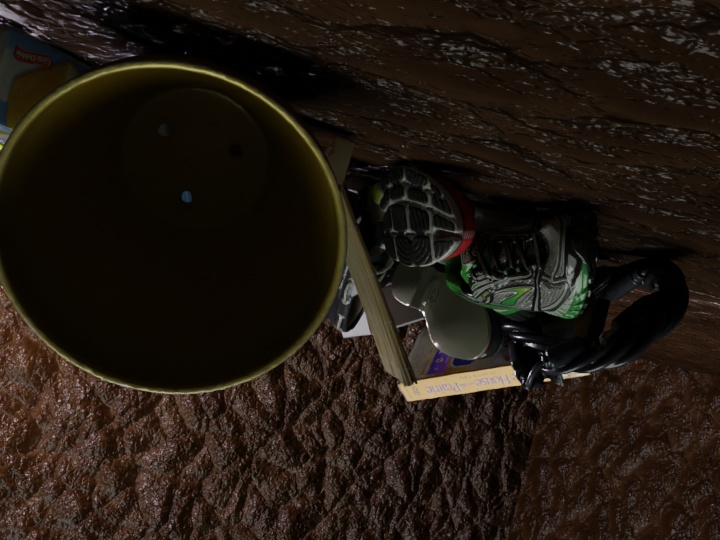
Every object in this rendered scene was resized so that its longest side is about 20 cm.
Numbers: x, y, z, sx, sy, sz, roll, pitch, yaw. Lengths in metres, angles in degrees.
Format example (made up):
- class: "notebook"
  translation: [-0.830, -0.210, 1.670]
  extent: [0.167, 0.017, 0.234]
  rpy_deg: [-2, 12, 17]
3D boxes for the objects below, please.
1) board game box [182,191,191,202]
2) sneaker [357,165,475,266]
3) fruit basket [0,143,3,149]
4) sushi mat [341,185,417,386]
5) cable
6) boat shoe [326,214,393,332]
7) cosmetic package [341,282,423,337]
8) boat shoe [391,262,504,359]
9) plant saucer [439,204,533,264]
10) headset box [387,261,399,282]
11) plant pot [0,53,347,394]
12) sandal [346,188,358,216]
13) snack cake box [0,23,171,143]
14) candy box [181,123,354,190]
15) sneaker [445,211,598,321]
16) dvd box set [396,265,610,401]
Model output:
- class: "board game box"
  translation: [-0.228, -0.026, 0.925]
  extent: [0.199, 0.135, 0.045]
  rpy_deg: [15, -144, 31]
- class: "sneaker"
  translation: [0.057, -0.047, 0.844]
  extent: [0.084, 0.078, 0.200]
  rpy_deg: [-4, -173, -16]
- class: "fruit basket"
  translation: [-0.320, -0.103, 1.041]
  extent: [0.214, 0.157, 0.216]
  rpy_deg: [9, -166, -2]
- class: "sushi mat"
  translation: [0.000, 0.000, 0.897]
  extent: [0.012, 0.201, 0.096]
  rpy_deg: [-22, -175, -9]
- class: "cable"
  translation: [0.202, 0.031, 0.914]
  extent: [0.051, 0.163, 0.200]
  rpy_deg: [58, -165, -10]
- class: "boat shoe"
  translation: [0.001, -0.004, 1.026]
  extent: [0.060, 0.074, 0.200]
  rpy_deg: [43, 141, 8]
- class: "cosmetic package"
  translation: [0.076, 0.029, 1.223]
  extent: [0.199, 0.051, 0.082]
  rpy_deg: [-16, 179, -24]
- class: "boat shoe"
  translation: [0.096, 0.039, 1.039]
  extent: [0.062, 0.072, 0.200]
  rpy_deg: [23, -172, -26]
- class: "plant saucer"
  translation: [0.123, -0.022, 0.998]
  extent: [0.199, 0.051, 0.200]
  rpy_deg: [16, 177, 1]
- class: "headset box"
  translation: [-0.048, -0.033, 1.194]
  extent: [0.199, 0.076, 0.149]
  rpy_deg: [14, -170, 17]
- class: "plant pot"
  translation: [-0.109, -0.046, 0.642]
  extent: [0.199, 0.201, 0.142]
  rpy_deg: [16, -157, -9]
- class: "sandal"
  translation: [-0.053, -0.072, 1.032]
  extent: [0.076, 0.043, 0.200]
  rpy_deg: [15, 177, 16]
- class: "snack cake box"
  translation: [-0.244, -0.125, 0.788]
  extent: [0.114, 0.068, 0.200]
  rpy_deg: [13, 177, 26]
- class: "candy box"
  translation: [-0.087, -0.086, 0.817]
  extent: [0.115, 0.056, 0.200]
  rpy_deg: [16, 177, -15]
- class: "sneaker"
  translation: [0.125, 0.000, 0.834]
  extent: [0.085, 0.079, 0.200]
  rpy_deg: [12, 164, -15]
- class: "dvd box set"
  translation: [0.147, 0.063, 1.051]
  extent: [0.199, 0.147, 0.030]
  rpy_deg: [-13, 119, 30]
